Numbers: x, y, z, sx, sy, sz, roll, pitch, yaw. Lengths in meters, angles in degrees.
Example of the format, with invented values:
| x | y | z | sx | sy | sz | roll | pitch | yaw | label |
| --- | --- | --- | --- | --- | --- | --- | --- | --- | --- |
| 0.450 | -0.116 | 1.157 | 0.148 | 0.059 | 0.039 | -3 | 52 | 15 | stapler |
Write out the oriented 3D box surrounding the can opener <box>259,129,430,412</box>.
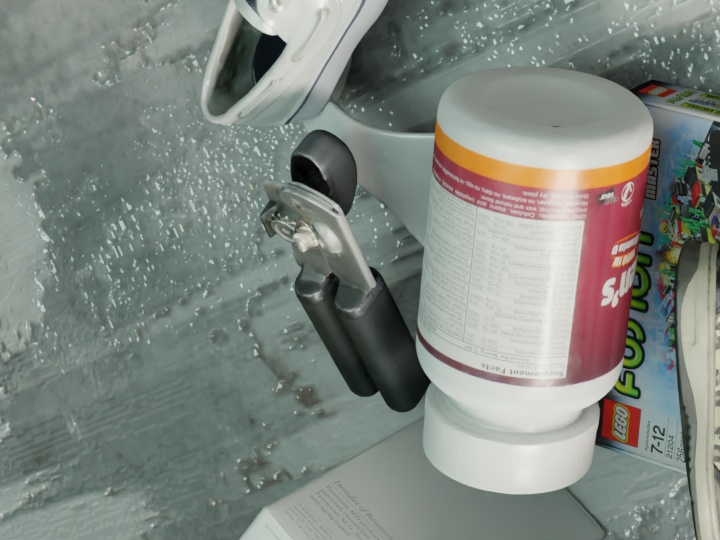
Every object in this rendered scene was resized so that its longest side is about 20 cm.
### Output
| x | y | z | sx | sy | sz | roll | pitch | yaw | label |
| --- | --- | --- | --- | --- | --- | --- | --- | --- | --- |
| 0.000 | 0.000 | 1.491 | 0.053 | 0.067 | 0.200 | 21 | 156 | 29 | can opener |

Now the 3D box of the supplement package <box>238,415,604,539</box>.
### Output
| x | y | z | sx | sy | sz | roll | pitch | yaw | label |
| --- | --- | --- | --- | --- | --- | --- | --- | --- | --- |
| 0.018 | 0.170 | 1.483 | 0.117 | 0.200 | 0.117 | 46 | 128 | 14 | supplement package |

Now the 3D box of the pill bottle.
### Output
| x | y | z | sx | sy | sz | roll | pitch | yaw | label |
| --- | --- | --- | --- | --- | --- | --- | --- | --- | --- |
| 0.085 | 0.006 | 1.390 | 0.109 | 0.109 | 0.201 | 20 | 120 | 30 | pill bottle |

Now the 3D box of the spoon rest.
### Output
| x | y | z | sx | sy | sz | roll | pitch | yaw | label |
| --- | --- | --- | --- | --- | --- | --- | --- | --- | --- |
| 0.044 | -0.050 | 1.474 | 0.200 | 0.061 | 0.100 | 34 | 124 | 23 | spoon rest |

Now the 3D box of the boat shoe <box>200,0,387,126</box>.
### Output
| x | y | z | sx | sy | sz | roll | pitch | yaw | label |
| --- | --- | --- | --- | --- | --- | --- | --- | --- | --- |
| -0.033 | -0.144 | 1.414 | 0.074 | 0.065 | 0.200 | 55 | 143 | 30 | boat shoe |

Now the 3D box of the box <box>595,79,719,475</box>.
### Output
| x | y | z | sx | sy | sz | roll | pitch | yaw | label |
| --- | --- | --- | --- | --- | --- | --- | --- | --- | --- |
| 0.182 | 0.011 | 1.410 | 0.110 | 0.035 | 0.201 | 16 | 116 | 32 | box |

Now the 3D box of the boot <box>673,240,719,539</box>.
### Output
| x | y | z | sx | sy | sz | roll | pitch | yaw | label |
| --- | --- | --- | --- | --- | --- | --- | --- | --- | --- |
| 0.238 | 0.077 | 1.344 | 0.153 | 0.074 | 0.204 | -5 | 111 | 12 | boot |
